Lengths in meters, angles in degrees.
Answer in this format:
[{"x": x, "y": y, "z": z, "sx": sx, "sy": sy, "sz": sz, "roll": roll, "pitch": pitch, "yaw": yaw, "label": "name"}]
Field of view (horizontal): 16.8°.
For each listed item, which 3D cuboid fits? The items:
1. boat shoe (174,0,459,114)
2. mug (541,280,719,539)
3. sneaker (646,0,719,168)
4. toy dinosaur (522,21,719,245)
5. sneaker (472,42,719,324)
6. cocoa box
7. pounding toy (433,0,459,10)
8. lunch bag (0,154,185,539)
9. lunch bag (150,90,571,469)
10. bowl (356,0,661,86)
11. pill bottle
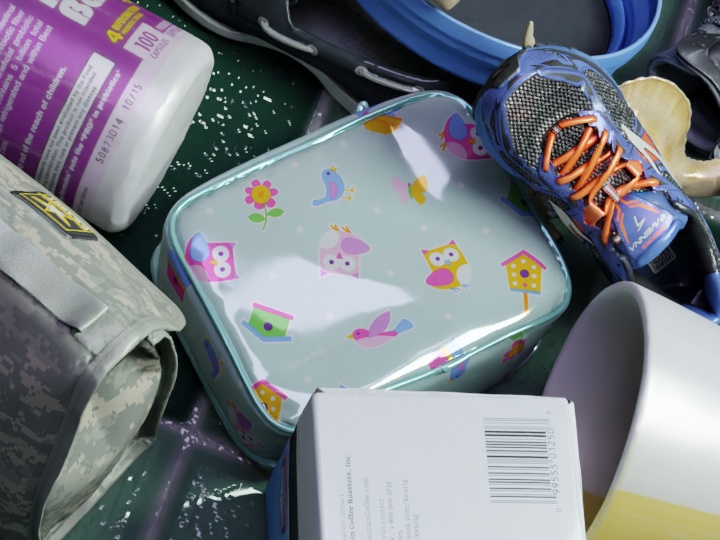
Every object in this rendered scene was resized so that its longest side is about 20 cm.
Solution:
[{"x": -0.029, "y": -0.150, "z": 1.339, "sx": 0.199, "sy": 0.060, "sz": 0.076, "roll": 30, "pitch": 62, "yaw": 2, "label": "boat shoe"}, {"x": 0.172, "y": 0.114, "z": 1.238, "sx": 0.152, "sy": 0.188, "sz": 0.150, "roll": 17, "pitch": 28, "yaw": -14, "label": "mug"}, {"x": 0.209, "y": -0.145, "z": 1.383, "sx": 0.113, "sy": 0.076, "sz": 0.201, "roll": -11, "pitch": 70, "yaw": -20, "label": "sneaker"}, {"x": 0.129, "y": -0.066, "z": 1.306, "sx": 0.199, "sy": 0.101, "sz": 0.058, "roll": 29, "pitch": 17, "yaw": -31, "label": "toy dinosaur"}, {"x": 0.133, "y": -0.041, "z": 1.239, "sx": 0.075, "sy": 0.079, "sz": 0.200, "roll": -45, "pitch": 123, "yaw": 5, "label": "sneaker"}, {"x": 0.031, "y": 0.174, "z": 1.158, "sx": 0.132, "sy": 0.131, "sz": 0.202, "roll": 2, "pitch": 64, "yaw": -12, "label": "cocoa box"}, {"x": -0.059, "y": -0.235, "z": 1.243, "sx": 0.198, "sy": 0.142, "sz": 0.186, "roll": -7, "pitch": 64, "yaw": 6, "label": "pounding toy"}, {"x": -0.172, "y": 0.021, "z": 1.146, "sx": 0.164, "sy": 0.200, "sz": 0.118, "roll": 39, "pitch": 63, "yaw": 8, "label": "lunch bag"}, {"x": 0.000, "y": 0.000, "z": 1.266, "sx": 0.199, "sy": 0.077, "sz": 0.161, "roll": -24, "pitch": 71, "yaw": -22, "label": "lunch bag"}, {"x": 0.071, "y": -0.174, "z": 1.350, "sx": 0.199, "sy": 0.039, "sz": 0.202, "roll": 17, "pitch": 41, "yaw": -16, "label": "bowl"}, {"x": -0.185, "y": -0.112, "z": 1.256, "sx": 0.199, "sy": 0.112, "sz": 0.113, "roll": 28, "pitch": 62, "yaw": 1, "label": "pill bottle"}]
